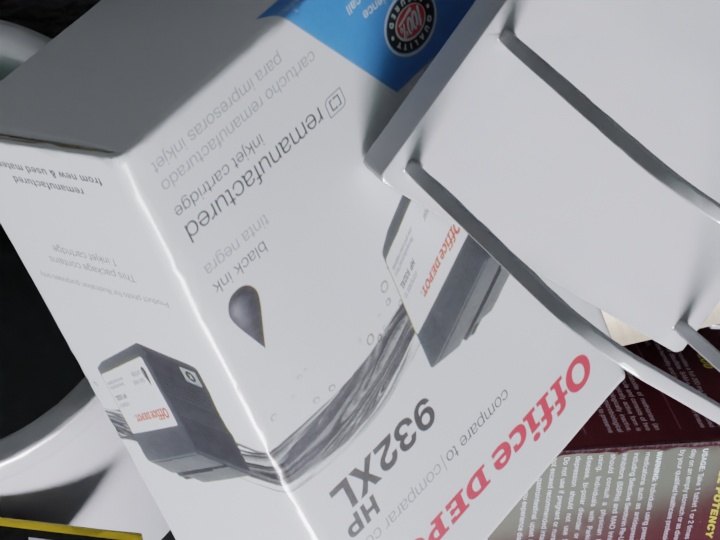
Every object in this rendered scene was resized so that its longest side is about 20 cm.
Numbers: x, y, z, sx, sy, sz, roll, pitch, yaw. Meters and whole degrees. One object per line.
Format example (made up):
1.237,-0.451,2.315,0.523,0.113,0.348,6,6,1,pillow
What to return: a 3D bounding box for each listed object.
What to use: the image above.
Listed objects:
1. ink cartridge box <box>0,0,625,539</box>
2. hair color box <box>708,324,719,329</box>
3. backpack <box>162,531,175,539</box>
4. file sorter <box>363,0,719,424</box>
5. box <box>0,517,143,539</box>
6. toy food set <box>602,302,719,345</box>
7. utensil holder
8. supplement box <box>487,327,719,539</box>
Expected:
-0.013,-0.002,0.679,0.084,0.145,0.200,12,136,43,ink cartridge box
0.210,-0.021,0.882,0.200,0.065,0.109,1,-164,-20,hair color box
-0.028,0.124,1.121,0.167,0.127,0.200,-15,160,7,backpack
0.130,-0.057,0.602,0.139,0.125,0.200,28,103,-36,file sorter
-0.195,0.125,0.755,0.160,0.049,0.200,10,157,-36,box
0.110,-0.061,0.740,0.143,0.060,0.200,-13,127,9,toy food set
-0.140,0.023,0.795,0.170,0.170,0.200,-9,160,0,utensil holder
0.052,0.060,0.834,0.200,0.109,0.061,-2,123,-11,supplement box
